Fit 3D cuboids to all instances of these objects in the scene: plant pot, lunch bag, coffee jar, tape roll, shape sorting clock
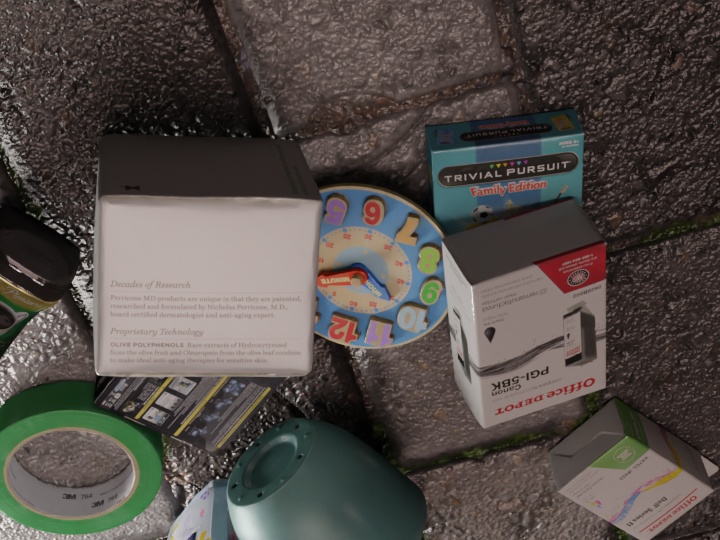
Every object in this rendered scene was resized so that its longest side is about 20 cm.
[{"bbox_3d":[-0.053,0.261,1.593,0.200,0.201,0.161,-33,115,18],"label":"plant pot"},{"bbox_3d":[-0.164,0.364,1.669,0.126,0.170,0.201,-2,132,-2],"label":"lunch bag"},{"bbox_3d":[-0.370,0.028,1.423,0.104,0.086,0.200,34,118,-27],"label":"coffee jar"},{"bbox_3d":[-0.322,0.212,1.603,0.199,0.048,0.201,-4,129,-5],"label":"tape roll"},{"bbox_3d":[0.000,0.000,1.453,0.199,0.039,0.201,7,130,9],"label":"shape sorting clock"}]

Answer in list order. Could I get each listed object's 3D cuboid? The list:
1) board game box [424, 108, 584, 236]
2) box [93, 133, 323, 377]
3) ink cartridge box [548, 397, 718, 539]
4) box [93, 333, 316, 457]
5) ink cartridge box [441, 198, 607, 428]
[{"bbox_3d":[0.146,-0.059,1.449,0.150,0.047,0.201,-7,130,-2],"label":"board game box"},{"bbox_3d":[-0.146,-0.019,1.322,0.199,0.199,0.172,0,111,-9],"label":"box"},{"bbox_3d":[0.336,0.249,1.709,0.200,0.067,0.117,31,118,-28],"label":"ink cartridge box"},{"bbox_3d":[-0.167,0.097,1.531,0.161,0.049,0.200,27,120,-24],"label":"box"},{"bbox_3d":[0.168,0.046,1.438,0.146,0.083,0.201,-18,131,-10],"label":"ink cartridge box"}]
